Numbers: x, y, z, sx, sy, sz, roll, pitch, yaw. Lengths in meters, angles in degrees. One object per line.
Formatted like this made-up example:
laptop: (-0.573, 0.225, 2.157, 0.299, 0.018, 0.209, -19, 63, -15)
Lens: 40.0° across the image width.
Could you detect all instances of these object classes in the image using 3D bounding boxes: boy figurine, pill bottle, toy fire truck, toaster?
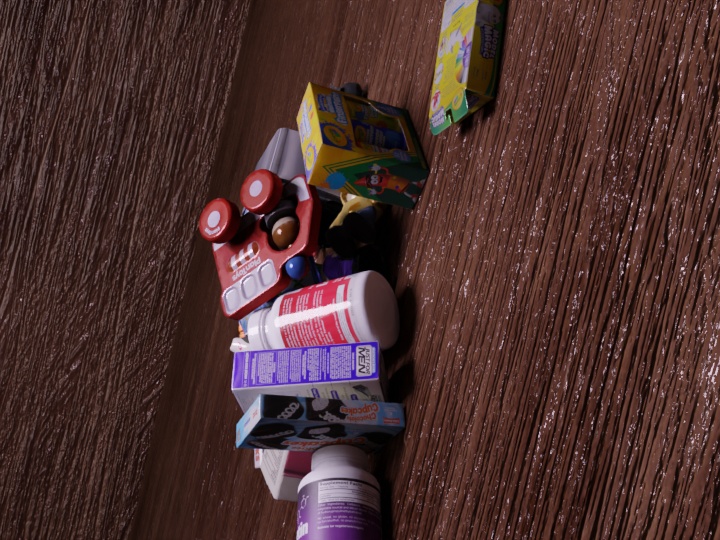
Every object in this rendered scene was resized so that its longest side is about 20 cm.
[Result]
boy figurine: (-0.001, -0.094, 1.544, 0.124, 0.064, 0.200, -36, 18, 22)
pill bottle: (-0.028, 0.335, 1.291, 0.113, 0.112, 0.201, 122, 154, -47)
toy fire truck: (-0.133, -0.039, 1.437, 0.200, 0.112, 0.168, -32, 58, 23)
toaster: (-0.094, -0.140, 1.701, 0.200, 0.180, 0.119, 135, 148, -61)
pill bottle: (-0.054, 0.075, 1.399, 0.199, 0.112, 0.113, -15, 55, 25)

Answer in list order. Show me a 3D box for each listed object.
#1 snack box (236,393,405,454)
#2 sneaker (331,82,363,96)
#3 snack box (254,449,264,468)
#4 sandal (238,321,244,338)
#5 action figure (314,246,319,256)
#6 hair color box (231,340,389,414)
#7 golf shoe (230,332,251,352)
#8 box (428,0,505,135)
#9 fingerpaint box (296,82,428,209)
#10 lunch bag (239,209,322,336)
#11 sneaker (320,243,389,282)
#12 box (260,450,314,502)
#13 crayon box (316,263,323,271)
snack box: (-0.054, 0.207, 1.315, 0.116, 0.199, 0.037, 128, 144, -54)
sneaker: (-0.023, -0.295, 1.796, 0.200, 0.060, 0.105, -159, 77, -76)
snack box: (-0.157, 0.252, 1.767, 0.024, 0.072, 0.201, -17, 69, 41)
sandal: (-0.163, 0.145, 1.717, 0.059, 0.079, 0.208, 14, -108, -75)
action figure: (-0.122, -0.011, 1.802, 0.099, 0.065, 0.200, -60, 2, 6)
hair color box: (-0.065, 0.154, 1.346, 0.109, 0.199, 0.065, 76, -168, -55)
golf shoe: (-0.145, 0.120, 1.592, 0.200, 0.088, 0.078, 34, -110, -83)
box: (0.140, -0.281, 1.301, 0.117, 0.048, 0.201, 155, 128, -68)
fingerpaint box: (-0.001, -0.190, 1.480, 0.200, 0.166, 0.074, -101, 29, -54)
lunch bag: (-0.151, -0.012, 1.625, 0.201, 0.127, 0.170, 67, 152, 20)
sneaker: (0.001, 0.000, 1.520, 0.100, 0.069, 0.200, -68, 25, 15)
box: (-0.068, 0.236, 1.491, 0.128, 0.109, 0.201, -143, 67, -71)
crayon box: (-0.083, 0.101, 1.715, 0.119, 0.058, 0.201, -117, 43, -63)
